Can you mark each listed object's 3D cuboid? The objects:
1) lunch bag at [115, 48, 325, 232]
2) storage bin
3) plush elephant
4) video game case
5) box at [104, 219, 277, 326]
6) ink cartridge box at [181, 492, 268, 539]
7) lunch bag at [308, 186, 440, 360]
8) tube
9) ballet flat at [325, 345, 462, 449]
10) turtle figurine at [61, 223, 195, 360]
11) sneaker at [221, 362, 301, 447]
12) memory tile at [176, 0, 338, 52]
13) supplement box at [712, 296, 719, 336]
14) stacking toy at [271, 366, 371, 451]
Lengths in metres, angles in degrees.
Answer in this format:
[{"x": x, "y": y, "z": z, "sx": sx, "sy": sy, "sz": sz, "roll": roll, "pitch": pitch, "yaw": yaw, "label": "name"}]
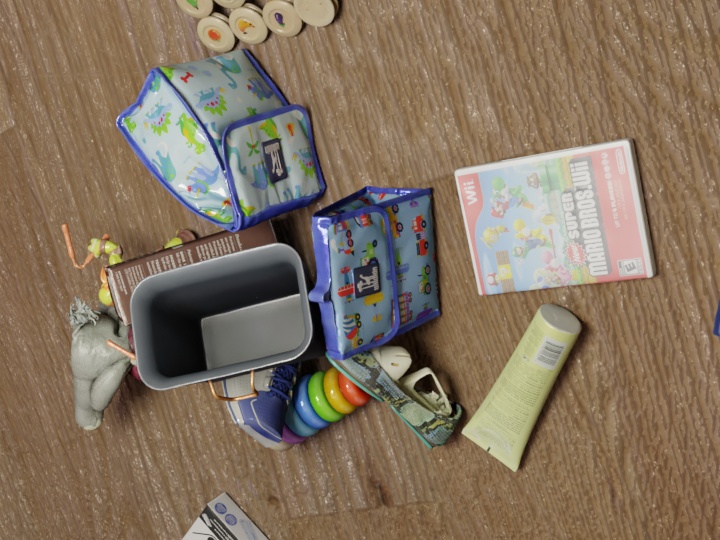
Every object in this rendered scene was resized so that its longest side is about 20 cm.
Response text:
[{"x": -0.148, "y": -0.144, "z": 1.252, "sx": 0.201, "sy": 0.170, "sz": 0.127, "roll": 53, "pitch": 127, "yaw": 7, "label": "lunch bag"}, {"x": -0.127, "y": 0.070, "z": 1.191, "sx": 0.198, "sy": 0.134, "sz": 0.147, "roll": -15, "pitch": 74, "yaw": 14, "label": "storage bin"}, {"x": -0.296, "y": 0.100, "z": 1.435, "sx": 0.153, "sy": 0.166, "sz": 0.201, "roll": 4, "pitch": 147, "yaw": -6, "label": "plush elephant"}, {"x": 0.204, "y": -0.053, "z": 1.157, "sx": 0.199, "sy": 0.017, "sz": 0.144, "roll": -7, "pitch": 100, "yaw": 33, "label": "video game case"}, {"x": -0.198, "y": 0.000, "z": 1.298, "sx": 0.100, "sy": 0.199, "sz": 0.076, "roll": -178, "pitch": 72, "yaw": -73, "label": "box"}, {"x": -0.150, "y": 0.408, "z": 1.481, "sx": 0.200, "sy": 0.044, "sz": 0.094, "roll": 44, "pitch": 123, "yaw": 13, "label": "ink cartridge box"}, {"x": 0.000, "y": 0.000, "z": 1.185, "sx": 0.093, "sy": 0.200, "sz": 0.152, "roll": 3, "pitch": 105, "yaw": 30, "label": "lunch bag"}, {"x": 0.180, "y": 0.129, "z": 1.208, "sx": 0.058, "sy": 0.052, "sz": 0.201, "roll": -114, "pitch": 39, "yaw": -51, "label": "tube"}, {"x": 0.044, "y": 0.124, "z": 1.232, "sx": 0.074, "sy": 0.075, "sz": 0.200, "roll": -23, "pitch": 130, "yaw": 33, "label": "ballet flat"}, {"x": -0.273, "y": 0.001, "z": 1.369, "sx": 0.201, "sy": 0.161, "sz": 0.064, "roll": 56, "pitch": 140, "yaw": 7, "label": "turtle figurine"}, {"x": -0.097, "y": 0.099, "z": 1.304, "sx": 0.115, "sy": 0.200, "sz": 0.081, "roll": -26, "pitch": 134, "yaw": 23, "label": "sneaker"}, {"x": -0.133, "y": -0.326, "z": 1.241, "sx": 0.199, "sy": 0.017, "sz": 0.154, "roll": -7, "pitch": 131, "yaw": 33, "label": "memory tile"}, {"x": 0.391, "y": -0.007, "z": 0.948, "sx": 0.109, "sy": 0.200, "sz": 0.110, "roll": 15, "pitch": 111, "yaw": 26, "label": "supplement box"}, {"x": -0.036, "y": 0.148, "z": 1.328, "sx": 0.199, "sy": 0.085, "sz": 0.086, "roll": -28, "pitch": 89, "yaw": 27, "label": "stacking toy"}]
